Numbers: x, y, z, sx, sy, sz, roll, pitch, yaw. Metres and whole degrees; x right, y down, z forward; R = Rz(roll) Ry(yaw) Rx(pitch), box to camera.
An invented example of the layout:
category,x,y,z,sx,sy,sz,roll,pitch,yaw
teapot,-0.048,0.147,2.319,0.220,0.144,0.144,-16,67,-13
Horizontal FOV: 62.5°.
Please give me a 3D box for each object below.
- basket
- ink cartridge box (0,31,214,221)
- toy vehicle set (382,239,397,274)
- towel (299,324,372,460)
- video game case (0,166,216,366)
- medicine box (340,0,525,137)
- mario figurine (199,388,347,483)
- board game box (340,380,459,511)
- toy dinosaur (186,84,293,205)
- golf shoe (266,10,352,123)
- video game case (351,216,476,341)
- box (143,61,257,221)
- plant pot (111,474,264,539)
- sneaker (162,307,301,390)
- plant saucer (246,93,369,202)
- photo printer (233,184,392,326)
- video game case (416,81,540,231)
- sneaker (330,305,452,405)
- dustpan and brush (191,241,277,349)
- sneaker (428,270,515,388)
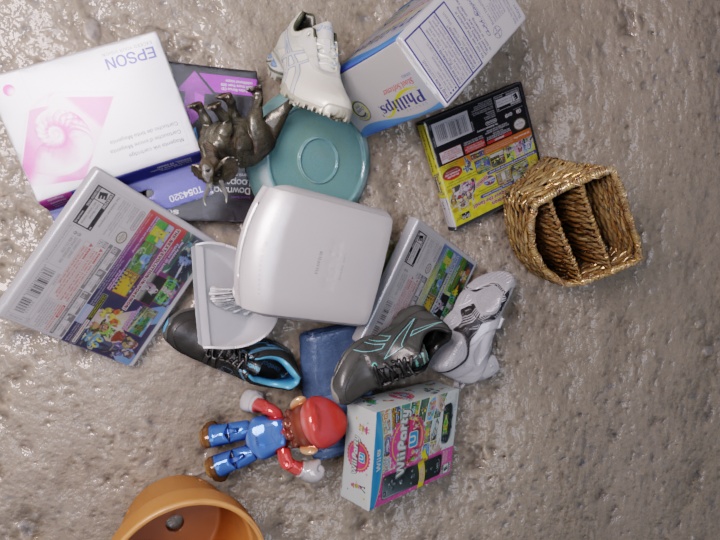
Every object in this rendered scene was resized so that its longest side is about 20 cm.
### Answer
category,x,y,z,sx,sy,sz,roll,pitch,yaw
basket,0.336,-0.065,0.959,0.143,0.149,0.200,-40,123,-14
ink cartridge box,-0.299,-0.155,0.704,0.196,0.043,0.201,-21,102,-12
toy vehicle set,0.000,0.000,0.876,0.200,0.026,0.125,32,84,-37
towel,-0.036,0.179,0.900,0.111,0.049,0.201,-8,102,-23
video game case,-0.302,0.003,0.728,0.182,0.023,0.200,36,87,-43
medicine box,0.082,-0.291,0.788,0.200,0.182,0.103,-49,113,-23
mario figurine,-0.115,0.235,0.838,0.199,0.106,0.124,-14,112,1
board game box,0.064,0.261,0.914,0.200,0.064,0.148,-2,99,-45
toy dinosaur,-0.150,-0.165,0.730,0.200,0.077,0.103,-43,129,-46
golf shoe,-0.058,-0.257,0.735,0.078,0.200,0.097,6,125,-38
video game case,0.089,0.043,0.918,0.182,0.022,0.201,29,85,-45
box,-0.208,-0.163,0.775,0.142,0.036,0.201,-2,101,-24
plant pot,-0.237,0.366,0.786,0.199,0.140,0.201,-4,99,-23
sneaker,-0.168,0.107,0.810,0.199,0.082,0.073,23,91,-24
plant saucer,-0.063,-0.154,0.829,0.200,0.027,0.201,-8,103,-35
photo printer,-0.063,-0.017,0.764,0.199,0.069,0.167,11,96,-37
video game case,0.201,-0.186,0.964,0.200,0.025,0.181,-26,107,-20
sneaker,0.044,0.120,0.834,0.200,0.079,0.076,-38,130,-24
dustpan and brush,-0.136,0.040,0.808,0.200,0.057,0.140,21,58,-62
sneaker,0.194,0.100,0.970,0.200,0.075,0.115,-51,131,-10
